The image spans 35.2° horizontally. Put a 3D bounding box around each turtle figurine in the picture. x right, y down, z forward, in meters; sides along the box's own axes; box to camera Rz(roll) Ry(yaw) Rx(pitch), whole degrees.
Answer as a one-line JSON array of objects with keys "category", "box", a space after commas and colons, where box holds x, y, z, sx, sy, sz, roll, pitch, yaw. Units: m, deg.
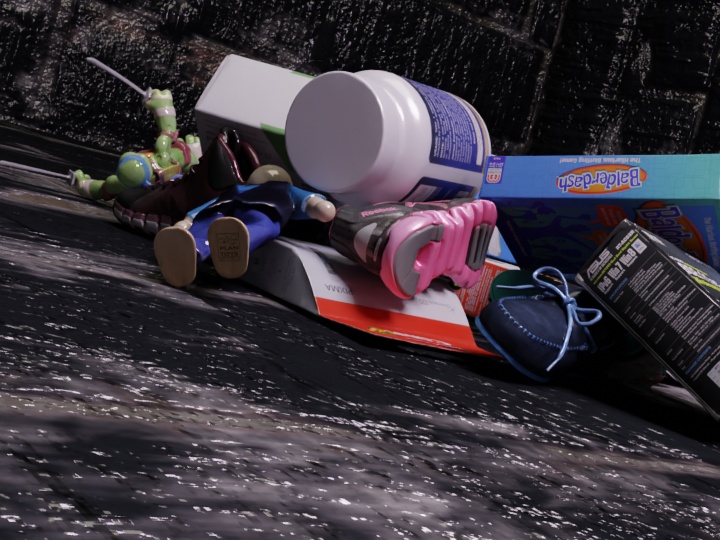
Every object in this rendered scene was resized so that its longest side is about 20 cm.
[{"category": "turtle figurine", "box": [-0.261, -0.143, 1.288, 0.198, 0.145, 0.194, 20, 1, 9]}]

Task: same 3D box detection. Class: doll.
[{"category": "doll", "box": [-0.086, -0.040, 0.870, 0.135, 0.049, 0.200, -8, 15, 12]}]

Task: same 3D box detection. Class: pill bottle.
[{"category": "pill bottle", "box": [0.026, -0.108, 0.972, 0.115, 0.117, 0.199, 18, 8, 27]}]

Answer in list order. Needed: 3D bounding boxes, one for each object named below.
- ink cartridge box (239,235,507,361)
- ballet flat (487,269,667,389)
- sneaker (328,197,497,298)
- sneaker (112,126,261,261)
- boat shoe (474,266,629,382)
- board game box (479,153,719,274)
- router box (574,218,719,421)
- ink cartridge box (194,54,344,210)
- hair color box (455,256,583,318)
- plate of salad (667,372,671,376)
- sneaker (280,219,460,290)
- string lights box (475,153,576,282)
[{"category": "ink cartridge box", "box": [0.019, 0.019, 0.890, 0.159, 0.048, 0.199, 13, 3, -36]}, {"category": "ballet flat", "box": [0.193, 0.058, 1.018, 0.199, 0.076, 0.064, 28, -18, 50]}, {"category": "sneaker", "box": [0.044, -0.030, 0.926, 0.095, 0.080, 0.199, 18, 10, 27]}, {"category": "sneaker", "box": [-0.149, -0.080, 1.053, 0.199, 0.117, 0.075, 20, 11, 38]}, {"category": "boat shoe", "box": [0.151, 0.036, 0.864, 0.084, 0.069, 0.199, 51, 21, 20]}, {"category": "board game box", "box": [0.219, -0.045, 0.986, 0.198, 0.045, 0.152, 1, -25, 25]}, {"category": "router box", "box": [0.268, 0.047, 0.870, 0.150, 0.062, 0.199, 48, 17, 31]}, {"category": "ink cartridge box", "box": [-0.073, -0.097, 1.120, 0.143, 0.084, 0.201, 17, -35, 12]}, {"category": "hair color box", "box": [0.148, 0.023, 1.194, 0.110, 0.065, 0.199, 13, 6, -42]}, {"category": "plate of salad", "box": [0.278, 0.031, 1.134, 0.200, 0.048, 0.201, 38, 33, -30]}, {"category": "sneaker", "box": [0.000, 0.000, 1.067, 0.198, 0.072, 0.083, 5, -43, 20]}, {"category": "string lights box", "box": [0.176, -0.057, 1.215, 0.198, 0.104, 0.059, 16, 1, -10]}]
